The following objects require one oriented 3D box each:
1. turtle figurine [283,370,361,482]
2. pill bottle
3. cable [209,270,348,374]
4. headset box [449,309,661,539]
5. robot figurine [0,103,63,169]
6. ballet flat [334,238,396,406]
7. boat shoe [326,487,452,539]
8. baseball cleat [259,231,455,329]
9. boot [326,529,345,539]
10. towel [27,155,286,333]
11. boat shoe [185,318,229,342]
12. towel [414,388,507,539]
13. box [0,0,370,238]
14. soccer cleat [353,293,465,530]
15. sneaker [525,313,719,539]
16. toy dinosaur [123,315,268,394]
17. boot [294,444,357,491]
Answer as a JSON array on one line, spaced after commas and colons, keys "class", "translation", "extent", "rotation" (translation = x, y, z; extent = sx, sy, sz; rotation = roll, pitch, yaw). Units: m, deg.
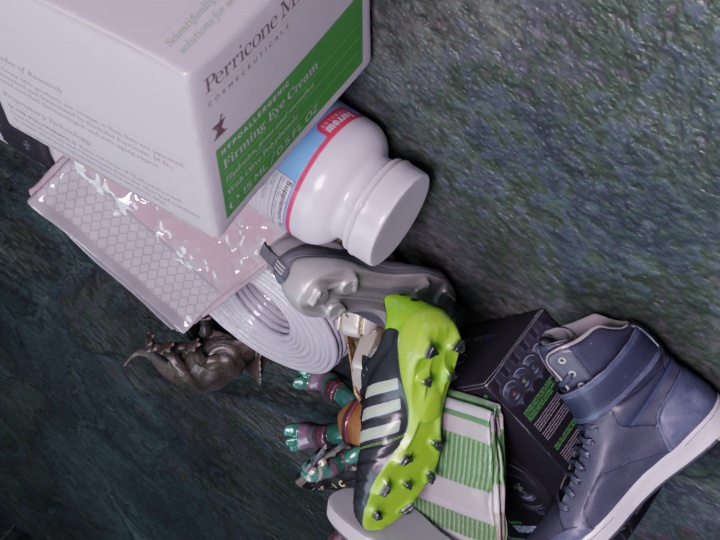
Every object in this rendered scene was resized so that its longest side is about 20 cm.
[{"class": "turtle figurine", "translation": [-0.010, 0.157, 1.321], "extent": [0.101, 0.150, 0.200], "rotation": [32, 168, -26]}, {"class": "pill bottle", "translation": [-0.050, -0.090, 0.996], "extent": [0.200, 0.109, 0.109], "rotation": [32, 153, 14]}, {"class": "cable", "translation": [-0.086, 0.017, 1.256], "extent": [0.200, 0.069, 0.200], "rotation": [46, 153, -11]}, {"class": "headset box", "translation": [0.140, 0.135, 1.115], "extent": [0.200, 0.093, 0.174], "rotation": [48, 153, -13]}, {"class": "robot figurine", "translation": [-0.278, -0.161, 1.174], "extent": [0.200, 0.125, 0.150], "rotation": [29, 176, 21]}, {"class": "ballet flat", "translation": [0.010, 0.054, 1.153], "extent": [0.070, 0.065, 0.200], "rotation": [4, 128, 28]}, {"class": "boat shoe", "translation": [0.047, 0.252, 1.058], "extent": [0.200, 0.071, 0.064], "rotation": [29, 118, 31]}, {"class": "baseball cleat", "translation": [0.000, 0.000, 1.065], "extent": [0.200, 0.070, 0.106], "rotation": [14, -152, -52]}, {"class": "boot", "translation": [0.078, 0.264, 1.277], "extent": [0.186, 0.200, 0.064], "rotation": [25, 151, 29]}, {"class": "towel", "translation": [-0.159, -0.060, 1.117], "extent": [0.200, 0.191, 0.032], "rotation": [44, -164, -23]}, {"class": "boat shoe", "translation": [-0.196, 0.018, 1.402], "extent": [0.084, 0.069, 0.200], "rotation": [5, 138, 49]}, {"class": "towel", "translation": [0.066, 0.187, 1.082], "extent": [0.152, 0.023, 0.201], "rotation": [14, 119, 41]}, {"class": "box", "translation": [-0.123, -0.175, 0.856], "extent": [0.200, 0.199, 0.172], "rotation": [28, 152, 19]}, {"class": "soccer cleat", "translation": [0.029, 0.114, 1.025], "extent": [0.081, 0.067, 0.201], "rotation": [37, 120, 45]}, {"class": "sneaker", "translation": [0.166, 0.127, 0.985], "extent": [0.146, 0.202, 0.077], "rotation": [43, -171, -6]}, {"class": "toy dinosaur", "translation": [-0.175, 0.102, 1.391], "extent": [0.200, 0.077, 0.102], "rotation": [-22, 126, 21]}, {"class": "boot", "translation": [0.010, 0.259, 1.513], "extent": [0.150, 0.073, 0.200], "rotation": [40, 149, 0]}]
